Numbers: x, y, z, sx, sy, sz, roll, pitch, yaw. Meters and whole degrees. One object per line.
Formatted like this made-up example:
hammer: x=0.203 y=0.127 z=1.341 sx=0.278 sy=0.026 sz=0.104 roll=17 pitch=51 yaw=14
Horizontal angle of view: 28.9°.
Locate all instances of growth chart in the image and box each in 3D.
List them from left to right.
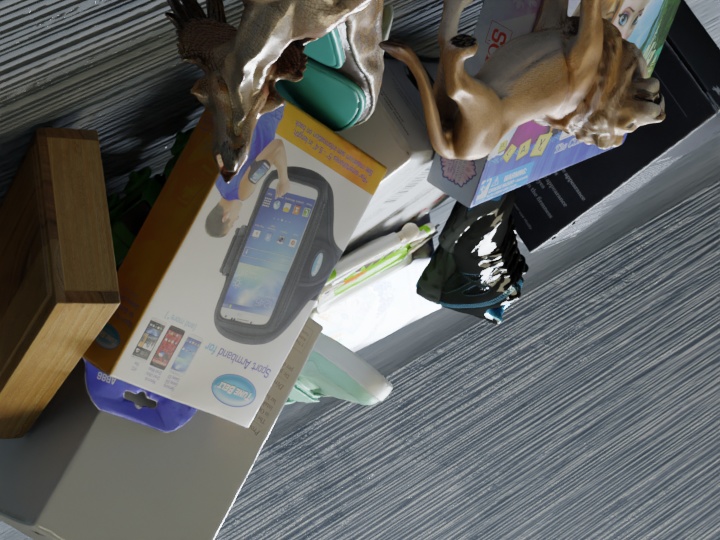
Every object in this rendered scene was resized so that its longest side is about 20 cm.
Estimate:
growth chart: x=0.000 y=0.000 z=1.088 sx=0.144 sy=0.018 sz=0.200 roll=-29 pitch=174 yaw=1

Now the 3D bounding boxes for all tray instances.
tray: x=-0.185 y=0.014 z=0.776 sx=0.037 sy=0.099 sz=0.200 roll=1 pitch=154 yaw=-29

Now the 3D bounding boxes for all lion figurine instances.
lion figurine: x=0.090 y=-0.105 z=0.790 sx=0.200 sy=0.072 sz=0.123 roll=-20 pitch=135 yaw=-26

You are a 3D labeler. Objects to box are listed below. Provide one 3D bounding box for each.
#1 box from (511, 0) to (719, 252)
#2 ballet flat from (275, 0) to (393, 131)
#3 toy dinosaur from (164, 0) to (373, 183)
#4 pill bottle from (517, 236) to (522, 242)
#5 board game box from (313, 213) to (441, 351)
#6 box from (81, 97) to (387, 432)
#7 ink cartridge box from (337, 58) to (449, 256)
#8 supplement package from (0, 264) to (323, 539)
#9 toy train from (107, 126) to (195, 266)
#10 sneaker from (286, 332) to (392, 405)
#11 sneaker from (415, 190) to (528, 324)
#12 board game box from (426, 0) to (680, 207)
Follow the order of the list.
box: x=0.188 y=-0.133 z=1.125 sx=0.200 sy=0.148 sz=0.104 roll=-38 pitch=170 yaw=32
ballet flat: x=-0.009 y=-0.131 z=0.745 sx=0.067 sy=0.068 sz=0.200 roll=-59 pitch=178 yaw=-11
toy dinosaur: x=-0.019 y=-0.143 z=0.600 sx=0.200 sy=0.086 sz=0.136 roll=-48 pitch=-176 yaw=-8
pill bottle: x=0.227 y=-0.121 z=1.430 sx=0.200 sy=0.114 sz=0.114 roll=-31 pitch=171 yaw=-15
board game box: x=-0.032 y=0.010 z=1.196 sx=0.199 sy=0.043 sz=0.200 roll=-26 pitch=146 yaw=-10
box: x=-0.075 y=0.002 z=0.790 sx=0.119 sy=0.041 sz=0.200 roll=29 pitch=87 yaw=-49
ink cartridge box: x=0.001 y=-0.076 z=0.988 sx=0.144 sy=0.084 sz=0.200 roll=-36 pitch=170 yaw=23
supplement package: x=-0.136 y=0.089 z=0.882 sx=0.117 sy=0.117 sz=0.200 roll=3 pitch=-120 yaw=52
toy train: x=-0.135 y=-0.032 z=0.847 sx=0.200 sy=0.042 sz=0.056 roll=-36 pitch=-156 yaw=21
sneaker: x=-0.073 y=0.099 z=1.044 sx=0.074 sy=0.200 sz=0.118 roll=45 pitch=65 yaw=-49
sneaker: x=0.104 y=-0.019 z=1.125 sx=0.073 sy=0.082 sz=0.200 roll=-59 pitch=174 yaw=-22
board game box: x=0.143 y=-0.156 z=0.917 sx=0.200 sy=0.041 sz=0.200 roll=-24 pitch=140 yaw=-46
